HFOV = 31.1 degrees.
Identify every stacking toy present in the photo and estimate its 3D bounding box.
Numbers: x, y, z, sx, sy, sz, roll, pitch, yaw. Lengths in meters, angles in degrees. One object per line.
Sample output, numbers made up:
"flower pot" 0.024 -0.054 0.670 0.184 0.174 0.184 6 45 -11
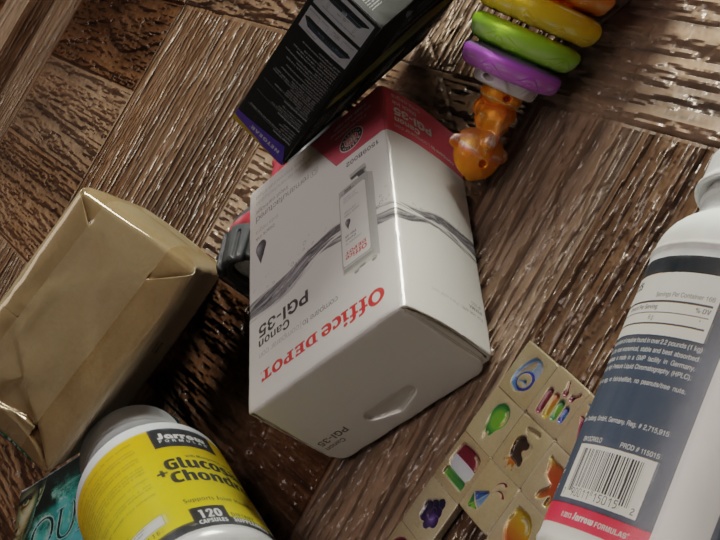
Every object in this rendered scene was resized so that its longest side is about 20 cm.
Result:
"stacking toy" 0.109 -0.152 0.845 0.202 0.115 0.110 -68 26 12

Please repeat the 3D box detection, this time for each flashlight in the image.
"flashlight" -0.061 -0.079 1.026 0.068 0.067 0.202 -42 32 55

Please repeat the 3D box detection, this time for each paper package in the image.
"paper package" -0.206 0.044 1.001 0.191 0.103 0.200 -55 0 -2

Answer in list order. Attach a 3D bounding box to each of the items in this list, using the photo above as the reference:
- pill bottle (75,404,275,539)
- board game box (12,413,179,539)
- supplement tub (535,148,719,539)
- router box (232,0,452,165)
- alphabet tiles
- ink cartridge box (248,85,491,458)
"pill bottle" -0.129 0.173 0.877 0.113 0.112 0.200 -55 34 6
"board game box" -0.223 0.209 1.049 0.199 0.028 0.136 -32 42 35
"supplement tub" 0.169 0.063 0.541 0.140 0.140 0.202 11 74 55
"router box" 0.013 -0.180 0.896 0.200 0.052 0.157 -47 -1 -41
"alphabet tiles" 0.094 0.150 0.695 0.168 0.008 0.200 -55 34 7
"ink cartridge box" 0.000 0.000 0.866 0.146 0.082 0.201 -36 39 30
